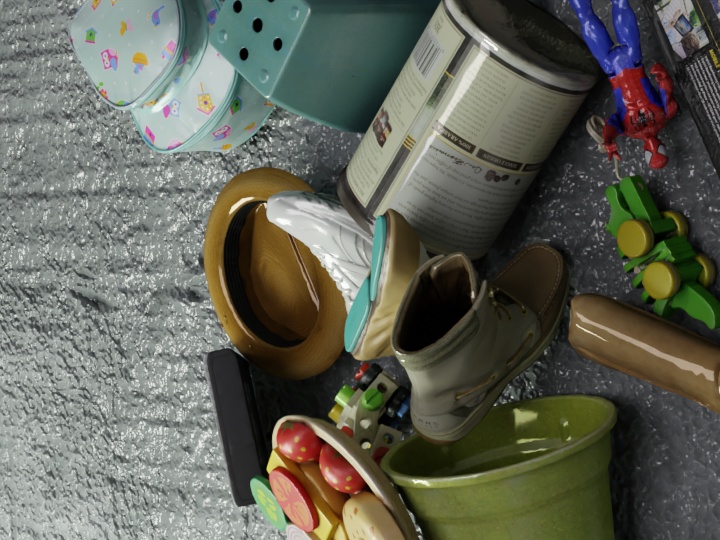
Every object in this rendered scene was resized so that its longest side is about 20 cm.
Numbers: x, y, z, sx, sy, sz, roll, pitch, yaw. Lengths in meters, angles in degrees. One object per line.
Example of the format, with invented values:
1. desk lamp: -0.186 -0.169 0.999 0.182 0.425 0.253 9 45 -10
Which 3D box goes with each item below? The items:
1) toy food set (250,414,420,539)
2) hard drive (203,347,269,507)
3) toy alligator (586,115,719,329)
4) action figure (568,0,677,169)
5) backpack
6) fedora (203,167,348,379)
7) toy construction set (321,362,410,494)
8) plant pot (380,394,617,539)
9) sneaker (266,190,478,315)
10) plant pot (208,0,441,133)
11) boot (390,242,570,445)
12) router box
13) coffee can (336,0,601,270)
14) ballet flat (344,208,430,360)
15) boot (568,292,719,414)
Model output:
1. toy food set: -0.016 0.212 1.367 0.200 0.048 0.199 49 153 17
2. hard drive: -0.113 0.148 1.556 0.033 0.200 0.141 -13 85 -2
3. toy alligator: 0.224 -0.029 1.321 0.054 0.059 0.201 -47 65 42
4. action figure: 0.197 -0.164 1.260 0.065 0.099 0.202 -20 105 14
5. backpack: -0.172 -0.214 1.586 0.176 0.153 0.201 -44 73 28
6. fedora: -0.061 -0.002 1.552 0.199 0.081 0.203 11 108 37
7. toy construction set: -0.010 0.162 1.483 0.092 0.131 0.200 44 154 -6
8. plant pot: 0.134 0.222 1.354 0.199 0.200 0.186 -7 101 40
9. sneaker: 0.000 0.000 1.434 0.198 0.078 0.100 26 97 -7
10. plant pot: -0.023 -0.210 1.423 0.141 0.199 0.142 45 120 29
11. boot: 0.099 0.028 1.323 0.072 0.155 0.200 28 67 28
12. router box: 0.317 -0.150 1.234 0.149 0.051 0.202 -30 75 36
13. coffee can: 0.089 -0.119 1.371 0.146 0.146 0.201 47 121 27
14. ballet flat: 0.031 0.011 1.340 0.200 0.062 0.069 108 165 -61
15. boot: 0.242 0.065 1.251 0.199 0.175 0.066 25 77 33
